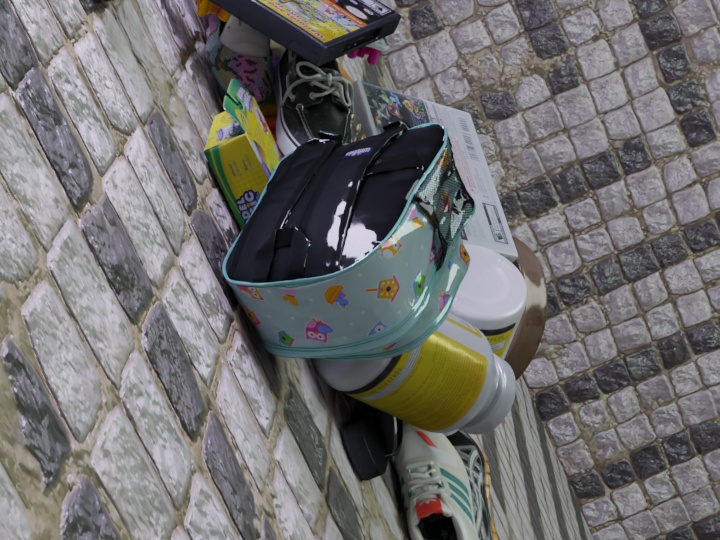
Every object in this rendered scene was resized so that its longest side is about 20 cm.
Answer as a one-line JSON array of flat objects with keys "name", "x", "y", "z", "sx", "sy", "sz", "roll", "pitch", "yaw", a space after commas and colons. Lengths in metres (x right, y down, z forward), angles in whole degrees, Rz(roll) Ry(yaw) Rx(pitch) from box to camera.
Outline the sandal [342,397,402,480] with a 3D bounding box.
[{"name": "sandal", "x": 0.021, "y": 0.153, "z": 1.471, "sx": 0.200, "sy": 0.042, "sz": 0.077, "roll": -76, "pitch": 142, "yaw": -77}]

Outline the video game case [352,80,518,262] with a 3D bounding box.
[{"name": "video game case", "x": 0.080, "y": -0.107, "z": 1.671, "sx": 0.181, "sy": 0.023, "sz": 0.202, "roll": 11, "pitch": 53, "yaw": -41}]

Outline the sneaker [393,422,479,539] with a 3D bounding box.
[{"name": "sneaker", "x": 0.077, "y": 0.231, "z": 1.525, "sx": 0.094, "sy": 0.070, "sz": 0.201, "roll": 65, "pitch": 9, "yaw": -60}]

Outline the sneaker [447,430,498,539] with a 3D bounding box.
[{"name": "sneaker", "x": 0.100, "y": 0.240, "z": 1.657, "sx": 0.077, "sy": 0.078, "sz": 0.201, "roll": 44, "pitch": 22, "yaw": -47}]

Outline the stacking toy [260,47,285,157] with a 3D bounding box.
[{"name": "stacking toy", "x": -0.086, "y": -0.147, "z": 1.510, "sx": 0.201, "sy": 0.085, "sz": 0.086, "roll": -85, "pitch": 152, "yaw": -59}]

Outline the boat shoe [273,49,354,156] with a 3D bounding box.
[{"name": "boat shoe", "x": -0.039, "y": -0.163, "z": 1.437, "sx": 0.200, "sy": 0.073, "sz": 0.068, "roll": -98, "pitch": -155, "yaw": -51}]

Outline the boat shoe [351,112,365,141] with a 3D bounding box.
[{"name": "boat shoe", "x": -0.034, "y": -0.089, "z": 1.599, "sx": 0.075, "sy": 0.073, "sz": 0.201, "roll": -61, "pitch": 152, "yaw": -46}]

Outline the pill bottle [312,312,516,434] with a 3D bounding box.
[{"name": "pill bottle", "x": 0.056, "y": 0.088, "z": 1.429, "sx": 0.199, "sy": 0.112, "sz": 0.113, "roll": 29, "pitch": 33, "yaw": -40}]

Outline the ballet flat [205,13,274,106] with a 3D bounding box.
[{"name": "ballet flat", "x": -0.117, "y": -0.236, "z": 1.504, "sx": 0.201, "sy": 0.068, "sz": 0.072, "roll": -103, "pitch": -149, "yaw": -56}]

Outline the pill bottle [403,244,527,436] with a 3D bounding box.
[{"name": "pill bottle", "x": 0.097, "y": 0.080, "z": 1.583, "sx": 0.112, "sy": 0.110, "sz": 0.201, "roll": -105, "pitch": -157, "yaw": -44}]

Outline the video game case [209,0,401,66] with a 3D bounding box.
[{"name": "video game case", "x": -0.080, "y": -0.267, "z": 1.426, "sx": 0.199, "sy": 0.026, "sz": 0.181, "roll": 33, "pitch": 28, "yaw": 11}]

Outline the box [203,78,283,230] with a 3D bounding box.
[{"name": "box", "x": -0.087, "y": -0.067, "z": 1.361, "sx": 0.118, "sy": 0.048, "sz": 0.202, "roll": -89, "pitch": 158, "yaw": -69}]

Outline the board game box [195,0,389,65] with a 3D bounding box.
[{"name": "board game box", "x": -0.086, "y": -0.280, "z": 1.500, "sx": 0.198, "sy": 0.026, "sz": 0.201, "roll": 13, "pitch": 30, "yaw": -25}]

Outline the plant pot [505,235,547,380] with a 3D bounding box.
[{"name": "plant pot", "x": 0.086, "y": 0.037, "z": 1.721, "sx": 0.174, "sy": 0.200, "sz": 0.202, "roll": 16, "pitch": 45, "yaw": -42}]

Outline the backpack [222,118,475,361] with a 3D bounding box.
[{"name": "backpack", "x": -0.009, "y": -0.011, "z": 1.226, "sx": 0.200, "sy": 0.174, "sz": 0.155, "roll": -54, "pitch": 133, "yaw": -49}]

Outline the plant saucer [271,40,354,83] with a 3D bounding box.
[{"name": "plant saucer", "x": -0.067, "y": -0.234, "z": 1.694, "sx": 0.200, "sy": 0.035, "sz": 0.201, "roll": 39, "pitch": 17, "yaw": -14}]
